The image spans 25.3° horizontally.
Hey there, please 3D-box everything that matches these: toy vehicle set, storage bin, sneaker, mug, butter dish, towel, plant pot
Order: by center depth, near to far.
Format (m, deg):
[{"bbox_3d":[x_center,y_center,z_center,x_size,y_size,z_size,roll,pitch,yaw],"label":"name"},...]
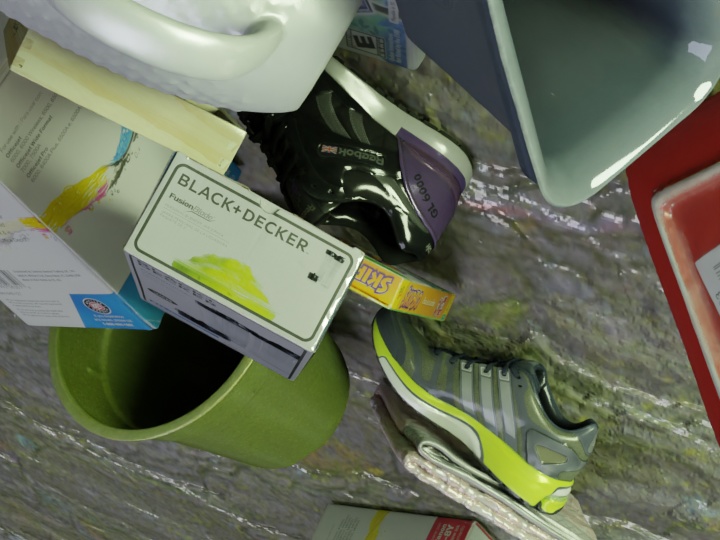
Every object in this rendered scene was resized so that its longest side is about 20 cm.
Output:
[{"bbox_3d":[0.079,-0.157,0.727,0.134,0.145,0.200,42,166,35],"label":"storage bin"},{"bbox_3d":[-0.088,-0.148,0.761,0.175,0.200,0.148,29,117,-8],"label":"mug"},{"bbox_3d":[0.257,-0.009,0.810,0.199,0.147,0.201,-30,77,59],"label":"butter dish"},{"bbox_3d":[-0.141,-0.110,0.916,0.124,0.027,0.200,26,-173,-19],"label":"toy vehicle set"},{"bbox_3d":[-0.029,-0.078,0.989,0.199,0.088,0.076,30,153,-6],"label":"sneaker"},{"bbox_3d":[0.094,0.088,1.202,0.200,0.081,0.074,39,-165,7],"label":"sneaker"},{"bbox_3d":[-0.102,0.065,1.234,0.199,0.201,0.190,7,160,34],"label":"plant pot"},{"bbox_3d":[0.105,0.166,1.273,0.199,0.032,0.191,33,-176,-11],"label":"towel"}]

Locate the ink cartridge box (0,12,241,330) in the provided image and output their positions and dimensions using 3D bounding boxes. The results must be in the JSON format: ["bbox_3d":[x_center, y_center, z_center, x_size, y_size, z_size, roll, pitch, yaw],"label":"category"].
[{"bbox_3d":[-0.215,-0.075,1.097,0.147,0.145,0.200,1,144,42],"label":"ink cartridge box"}]

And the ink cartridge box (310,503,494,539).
[{"bbox_3d":[0.058,0.310,1.601,0.199,0.084,0.145,-1,142,43],"label":"ink cartridge box"}]

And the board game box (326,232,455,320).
[{"bbox_3d":[0.000,0.000,1.063,0.095,0.030,0.200,26,-175,14],"label":"board game box"}]

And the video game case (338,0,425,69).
[{"bbox_3d":[-0.052,-0.201,0.866,0.181,0.022,0.200,19,152,15],"label":"video game case"}]

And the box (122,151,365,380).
[{"bbox_3d":[-0.069,0.004,0.913,0.116,0.060,0.200,29,170,-2],"label":"box"}]
